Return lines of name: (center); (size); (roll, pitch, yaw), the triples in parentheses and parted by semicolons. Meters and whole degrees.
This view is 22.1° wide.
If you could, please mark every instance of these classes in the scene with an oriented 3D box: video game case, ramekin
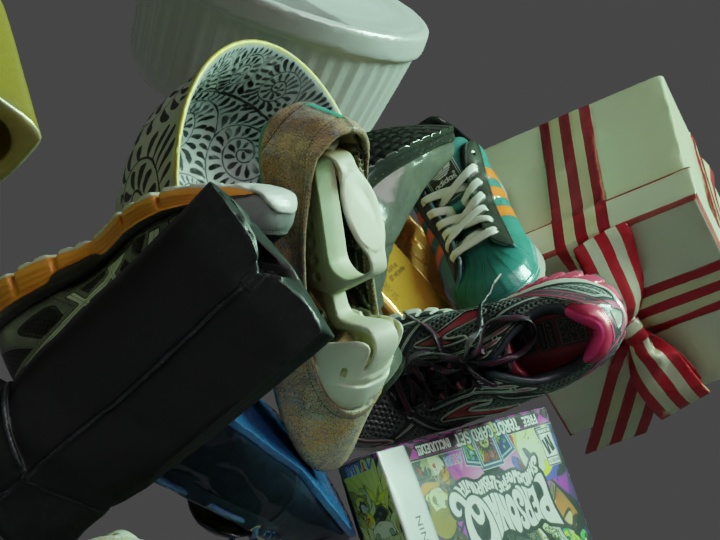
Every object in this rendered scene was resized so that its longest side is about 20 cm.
video game case: (0.082, 0.184, 1.113); (0.199, 0.036, 0.182); (-6, 74, -55)
ramekin: (-0.062, -0.154, 1.237); (0.201, 0.095, 0.203); (20, 18, -7)

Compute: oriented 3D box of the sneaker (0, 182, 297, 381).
sneaker: (-0.108, 0.013, 0.949); (0.078, 0.199, 0.078); (4, 63, -55)

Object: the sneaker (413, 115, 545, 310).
sneaker: (0.067, -0.037, 1.245); (0.080, 0.071, 0.200); (54, 9, -27)

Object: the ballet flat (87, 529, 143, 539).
ballet flat: (-0.104, 0.161, 0.922); (0.199, 0.068, 0.062); (21, 20, -49)

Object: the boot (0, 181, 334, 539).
boot: (-0.135, 0.029, 0.875); (0.165, 0.200, 0.066); (50, 11, -5)

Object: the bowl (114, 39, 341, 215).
bowl: (-0.083, -0.027, 1.094); (0.200, 0.094, 0.202); (21, 64, -54)

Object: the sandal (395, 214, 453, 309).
sandal: (0.020, -0.054, 1.320); (0.207, 0.059, 0.079); (43, 30, -10)

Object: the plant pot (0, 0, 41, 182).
plant pot: (-0.285, -0.115, 0.852); (0.194, 0.195, 0.201); (40, 22, -36)

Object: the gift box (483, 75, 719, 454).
gift box: (0.178, 0.006, 1.339); (0.185, 0.199, 0.187); (52, 20, -30)

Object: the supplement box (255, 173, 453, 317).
supplement box: (-0.004, 0.016, 1.205); (0.200, 0.069, 0.067); (50, 29, 0)

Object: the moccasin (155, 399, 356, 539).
moccasin: (-0.068, 0.108, 1.002); (0.081, 0.068, 0.200); (56, 5, 39)

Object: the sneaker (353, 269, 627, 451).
sneaker: (0.064, 0.053, 1.122); (0.081, 0.199, 0.075); (65, 12, -4)

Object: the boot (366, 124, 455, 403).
boot: (0.000, 0.000, 1.084); (0.200, 0.067, 0.131); (-38, 120, -47)

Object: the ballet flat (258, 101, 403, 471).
ballet flat: (-0.013, 0.013, 0.966); (0.068, 0.067, 0.201); (-22, 109, -45)
